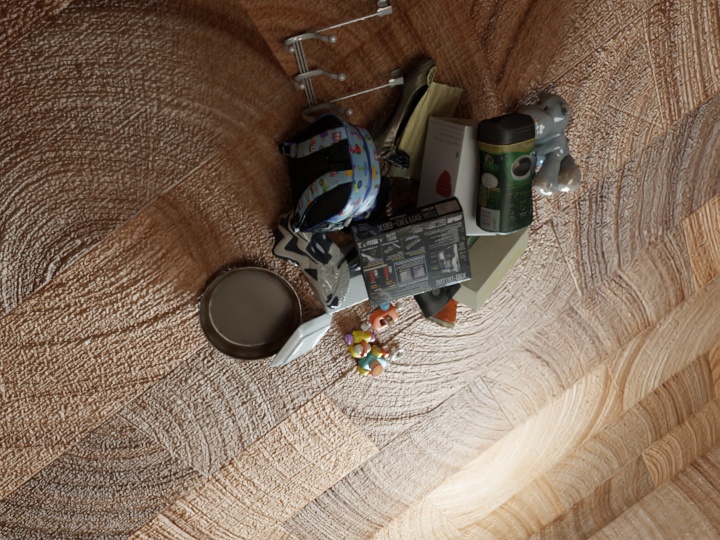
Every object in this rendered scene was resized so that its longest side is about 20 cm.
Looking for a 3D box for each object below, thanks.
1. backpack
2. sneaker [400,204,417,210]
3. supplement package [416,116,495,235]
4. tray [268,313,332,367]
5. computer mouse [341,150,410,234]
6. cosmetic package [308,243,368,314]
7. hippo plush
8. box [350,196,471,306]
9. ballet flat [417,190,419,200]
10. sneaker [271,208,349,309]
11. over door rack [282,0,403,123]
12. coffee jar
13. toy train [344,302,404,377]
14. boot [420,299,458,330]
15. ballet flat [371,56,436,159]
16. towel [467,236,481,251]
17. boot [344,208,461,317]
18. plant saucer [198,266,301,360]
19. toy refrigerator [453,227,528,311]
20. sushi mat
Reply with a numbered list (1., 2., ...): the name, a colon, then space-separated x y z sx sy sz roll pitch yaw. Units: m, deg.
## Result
1. backpack: -0.035 -0.167 1.280 0.133 0.186 0.199 -4 170 -33
2. sneaker: 0.132 -0.034 1.569 0.075 0.116 0.201 -23 134 -6
3. supplement package: 0.193 -0.177 1.437 0.118 0.121 0.203 -3 109 -30
4. tray: -0.113 0.142 1.553 0.108 0.022 0.200 -51 170 15
5. computer mouse: 0.002 -0.151 1.446 0.139 0.046 0.201 20 116 -33
6. cosmetic package: 0.000 0.000 1.533 0.198 0.102 0.072 -22 133 -15
7. hippo plush: 0.380 -0.257 1.509 0.198 0.160 0.162 -21 134 -14
8. box: 0.094 -0.031 1.367 0.197 0.050 0.159 -16 130 -1
9. ballet flat: 0.197 -0.119 1.577 0.199 0.071 0.071 23 112 -41
10. sneaker: -0.101 -0.025 1.428 0.079 0.129 0.201 -40 116 -30
11. over door rack: -0.018 -0.344 1.272 0.198 0.067 0.149 -25 134 -11
12. coffee jar: 0.256 -0.173 1.349 0.103 0.085 0.203 -18 117 -33
13. toy train: 0.047 0.167 1.724 0.149 0.056 0.202 -25 133 -10
14. boot: 0.179 0.051 1.630 0.074 0.200 0.108 21 111 -7
15. ballet flat: 0.083 -0.285 1.360 0.201 0.046 0.067 -57 158 7
16. towel: 0.256 -0.073 1.614 0.146 0.022 0.202 6 108 -59
17. boot: 0.082 0.009 1.469 0.164 0.066 0.201 -39 110 -8
18. plant saucer: -0.214 0.081 1.482 0.197 0.032 0.203 -3 113 -6
19. toy refrigerator: 0.263 -0.016 1.573 0.200 0.075 0.070 -48 148 -27
20. sushi mat: 0.123 -0.263 1.457 0.095 0.012 0.202 1 124 -32
